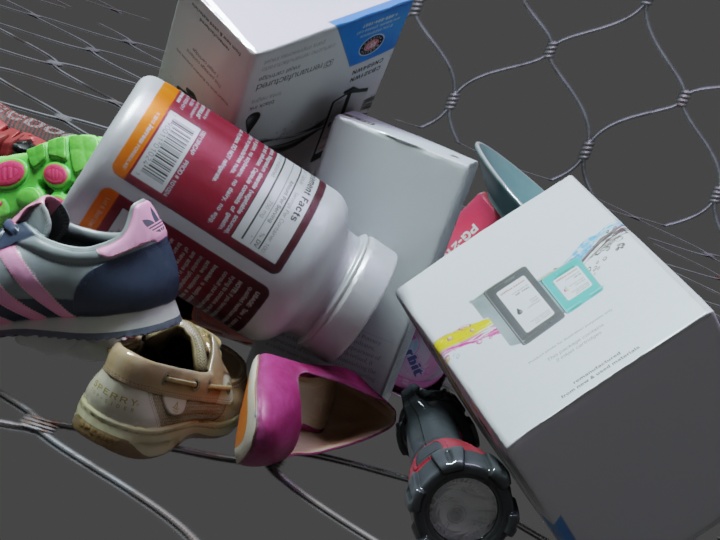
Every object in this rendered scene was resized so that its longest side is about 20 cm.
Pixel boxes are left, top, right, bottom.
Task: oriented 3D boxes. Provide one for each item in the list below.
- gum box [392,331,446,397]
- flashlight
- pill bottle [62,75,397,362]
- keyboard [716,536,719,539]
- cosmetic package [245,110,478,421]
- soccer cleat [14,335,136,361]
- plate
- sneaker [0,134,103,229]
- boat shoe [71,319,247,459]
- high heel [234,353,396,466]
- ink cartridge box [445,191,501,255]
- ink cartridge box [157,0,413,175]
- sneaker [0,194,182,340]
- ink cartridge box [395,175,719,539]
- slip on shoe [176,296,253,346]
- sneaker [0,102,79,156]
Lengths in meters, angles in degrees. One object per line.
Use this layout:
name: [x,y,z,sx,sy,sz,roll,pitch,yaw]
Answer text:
gum box: [-0.019,0.031,1.401,0.200,0.066,0.114,22,10,4]
flashlight: [0.057,0.125,1.125,0.068,0.068,0.200,11,7,-2]
pill bottle: [-0.082,-0.027,1.147,0.200,0.113,0.113,33,9,-9]
keyboard: [0.286,0.206,1.224,0.200,0.040,0.104,20,12,-13]
cosmetic package: [0.000,0.000,1.238,0.102,0.200,0.074,23,10,6]
soccer cleat: [-0.180,0.016,1.180,0.077,0.069,0.200,2,9,-2]
plate: [0.151,-0.020,1.348,0.200,0.026,0.200,42,12,-11]
sneaker: [-0.209,-0.054,1.291,0.200,0.077,0.084,1,-5,35]
boat shoe: [-0.108,0.063,1.089,0.071,0.065,0.200,23,11,9]
high heel: [-0.024,0.093,1.109,0.096,0.068,0.200,12,-2,1]
ink cartridge box: [0.151,0.052,1.371,0.145,0.084,0.200,33,15,-49]
ink cartridge box: [-0.065,-0.122,1.247,0.146,0.200,0.084,-26,62,-35]
sneaker: [-0.202,-0.004,1.050,0.200,0.082,0.070,-1,12,9]
ink cartridge box: [0.142,0.068,1.134,0.147,0.146,0.200,57,-1,-32]
slip on shoe: [-0.102,0.018,1.307,0.200,0.074,0.061,16,16,3]
sneaker: [-0.285,-0.097,1.501,0.098,0.071,0.200,9,19,-47]
